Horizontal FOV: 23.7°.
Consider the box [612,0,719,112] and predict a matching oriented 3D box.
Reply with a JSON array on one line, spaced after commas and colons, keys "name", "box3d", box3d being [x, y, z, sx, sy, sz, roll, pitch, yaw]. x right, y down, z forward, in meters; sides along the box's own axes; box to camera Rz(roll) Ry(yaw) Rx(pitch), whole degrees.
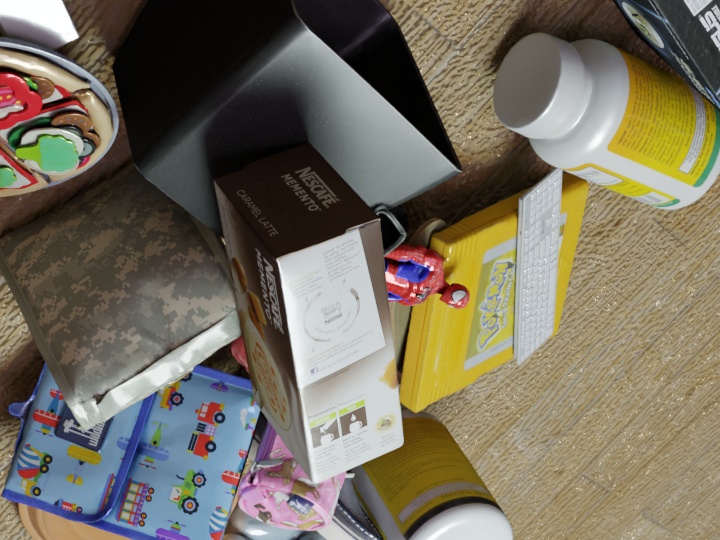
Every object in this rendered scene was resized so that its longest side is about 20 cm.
[{"name": "box", "box3d": [0.254, -0.236, 1.378, 0.086, 0.164, 0.200, -41, 132, 6]}]

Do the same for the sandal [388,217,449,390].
[{"name": "sandal", "box3d": [0.032, 0.028, 1.519, 0.077, 0.069, 0.213, -37, 143, -30]}]

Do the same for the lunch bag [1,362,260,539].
[{"name": "lunch bag", "box3d": [-0.193, 0.139, 1.419, 0.198, 0.094, 0.152, 17, 82, 0]}]

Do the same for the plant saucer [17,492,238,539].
[{"name": "plant saucer", "box3d": [-0.203, 0.199, 1.520, 0.198, 0.032, 0.201, -8, 134, -8]}]

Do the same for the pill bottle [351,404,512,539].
[{"name": "pill bottle", "box3d": [0.049, 0.199, 1.564, 0.111, 0.200, 0.113, -14, 129, -18]}]

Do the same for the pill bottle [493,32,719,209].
[{"name": "pill bottle", "box3d": [0.212, -0.131, 1.468, 0.199, 0.113, 0.113, 17, 114, -35]}]

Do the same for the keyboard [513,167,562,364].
[{"name": "keyboard", "box3d": [0.159, -0.002, 1.535, 0.056, 0.011, 0.201, -34, 140, -30]}]

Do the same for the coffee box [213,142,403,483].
[{"name": "coffee box", "box3d": [-0.034, 0.031, 1.205, 0.079, 0.114, 0.201, -21, 130, -18]}]

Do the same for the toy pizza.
[{"name": "toy pizza", "box3d": [-0.273, -0.099, 1.233, 0.198, 0.032, 0.201, -5, 152, -3]}]

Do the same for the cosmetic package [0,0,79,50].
[{"name": "cosmetic package", "box3d": [-0.258, -0.245, 1.161, 0.050, 0.083, 0.201, -27, 131, -7]}]

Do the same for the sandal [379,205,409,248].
[{"name": "sandal", "box3d": [-0.036, -0.052, 1.437, 0.199, 0.045, 0.075, 13, 126, -43]}]

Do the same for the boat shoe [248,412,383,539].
[{"name": "boat shoe", "box3d": [-0.031, 0.163, 1.512, 0.093, 0.200, 0.075, -47, 165, 3]}]

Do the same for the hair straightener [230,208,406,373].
[{"name": "hair straightener", "box3d": [-0.026, 0.008, 1.327, 0.200, 0.041, 0.077, -47, 176, 41]}]

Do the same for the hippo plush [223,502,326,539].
[{"name": "hippo plush", "box3d": [-0.078, 0.302, 1.641, 0.200, 0.159, 0.161, -54, 173, -43]}]

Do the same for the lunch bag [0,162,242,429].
[{"name": "lunch bag", "box3d": [-0.172, 0.025, 1.324, 0.163, 0.200, 0.118, -30, 131, -5]}]

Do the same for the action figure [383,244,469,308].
[{"name": "action figure", "box3d": [0.000, 0.000, 1.396, 0.199, 0.052, 0.066, 13, 126, -22]}]

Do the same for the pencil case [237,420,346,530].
[{"name": "pencil case", "box3d": [-0.039, 0.118, 1.453, 0.082, 0.201, 0.087, 15, 154, 6]}]

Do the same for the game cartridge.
[{"name": "game cartridge", "box3d": [0.120, 0.018, 1.535, 0.199, 0.032, 0.177, -27, 136, -41]}]

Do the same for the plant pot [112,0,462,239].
[{"name": "plant pot", "box3d": [-0.071, -0.133, 1.277, 0.177, 0.200, 0.200, -36, 133, 15]}]
